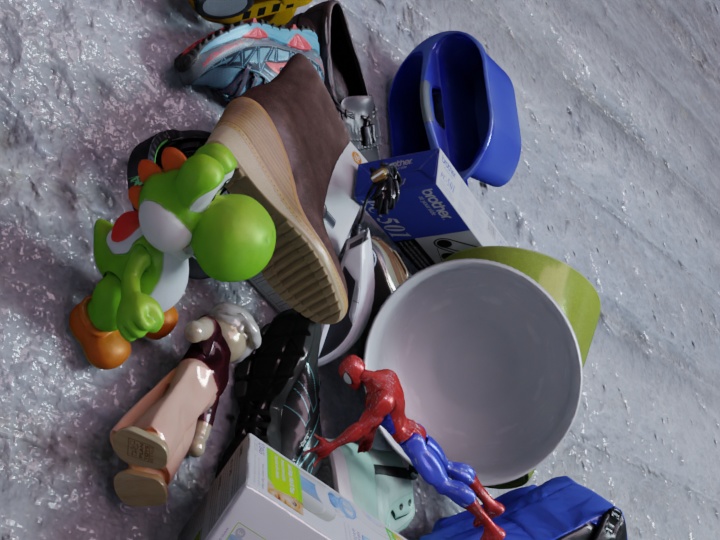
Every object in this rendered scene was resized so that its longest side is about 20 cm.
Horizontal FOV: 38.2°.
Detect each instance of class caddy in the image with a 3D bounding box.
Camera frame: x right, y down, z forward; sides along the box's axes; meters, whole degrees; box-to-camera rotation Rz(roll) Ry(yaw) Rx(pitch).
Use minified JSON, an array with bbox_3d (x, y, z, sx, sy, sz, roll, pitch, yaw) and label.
[{"bbox_3d":[0.101,-0.174,1.188,0.104,0.140,0.204,23,54,-46],"label":"caddy"}]

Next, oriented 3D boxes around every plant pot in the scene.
[{"bbox_3d":[0.143,0.112,1.076,0.186,0.185,0.203,38,53,-32],"label":"plant pot"}]

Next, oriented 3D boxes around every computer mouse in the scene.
[{"bbox_3d":[0.000,0.000,0.964,0.043,0.204,0.110,18,8,-5],"label":"computer mouse"}]

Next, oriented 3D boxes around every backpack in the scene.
[{"bbox_3d":[0.132,0.299,0.959,0.197,0.167,0.166,-19,104,-24],"label":"backpack"}]

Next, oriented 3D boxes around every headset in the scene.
[{"bbox_3d":[-0.121,-0.066,0.897,0.125,0.093,0.200,66,21,-1],"label":"headset"}]

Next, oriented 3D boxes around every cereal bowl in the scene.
[{"bbox_3d":[0.103,0.090,0.955,0.083,0.197,0.204,-4,72,-81],"label":"cereal bowl"}]

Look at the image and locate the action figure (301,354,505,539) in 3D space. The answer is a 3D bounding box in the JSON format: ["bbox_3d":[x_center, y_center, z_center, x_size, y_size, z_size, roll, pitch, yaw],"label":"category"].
[{"bbox_3d":[0.029,0.163,0.884,0.201,0.098,0.065,54,15,-12],"label":"action figure"}]

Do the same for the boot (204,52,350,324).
[{"bbox_3d":[-0.040,-0.075,0.906,0.202,0.072,0.167,59,40,-18],"label":"boot"}]

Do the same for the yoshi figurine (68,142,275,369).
[{"bbox_3d":[-0.129,0.000,0.755,0.110,0.200,0.114,13,47,-30],"label":"yoshi figurine"}]

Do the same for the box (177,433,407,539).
[{"bbox_3d":[-0.031,0.231,0.770,0.199,0.102,0.113,35,4,-10],"label":"box"}]

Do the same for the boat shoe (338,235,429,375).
[{"bbox_3d":[0.037,0.059,1.047,0.072,0.075,0.204,-19,94,-62],"label":"boat shoe"}]

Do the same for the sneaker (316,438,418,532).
[{"bbox_3d":[0.016,0.249,0.917,0.117,0.073,0.204,11,62,-43],"label":"sneaker"}]

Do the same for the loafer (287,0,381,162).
[{"bbox_3d":[-0.018,-0.190,1.113,0.071,0.062,0.203,-19,87,-52],"label":"loafer"}]

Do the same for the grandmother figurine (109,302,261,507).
[{"bbox_3d":[-0.131,0.088,0.822,0.060,0.123,0.201,21,33,5],"label":"grandmother figurine"}]

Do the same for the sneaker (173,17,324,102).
[{"bbox_3d":[-0.093,-0.186,1.007,0.199,0.078,0.097,-17,87,-53],"label":"sneaker"}]

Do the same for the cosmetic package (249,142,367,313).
[{"bbox_3d":[-0.050,-0.056,1.015,0.083,0.050,0.202,48,41,-25],"label":"cosmetic package"}]

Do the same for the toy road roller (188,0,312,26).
[{"bbox_3d":[-0.079,-0.304,1.005,0.146,0.196,0.125,66,12,-77],"label":"toy road roller"}]

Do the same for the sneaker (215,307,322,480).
[{"bbox_3d":[-0.068,0.128,0.895,0.079,0.074,0.203,43,51,-41],"label":"sneaker"}]

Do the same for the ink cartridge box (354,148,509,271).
[{"bbox_3d":[0.080,-0.049,1.094,0.200,0.092,0.045,46,44,-50],"label":"ink cartridge box"}]
